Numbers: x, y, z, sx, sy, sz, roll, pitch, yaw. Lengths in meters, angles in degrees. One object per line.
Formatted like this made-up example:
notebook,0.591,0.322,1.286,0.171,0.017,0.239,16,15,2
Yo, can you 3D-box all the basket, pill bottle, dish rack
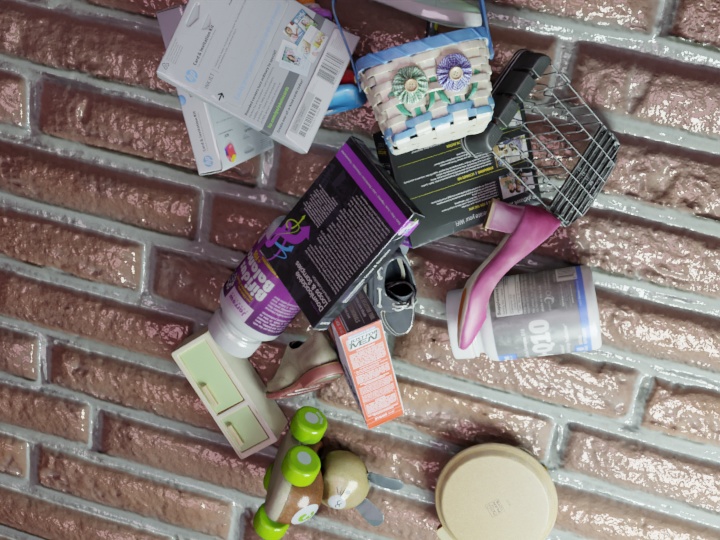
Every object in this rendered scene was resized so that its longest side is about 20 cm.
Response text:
basket,0.073,-0.249,0.921,0.173,0.139,0.203,-17,84,3
pill bottle,0.221,0.062,1.092,0.196,0.114,0.116,-9,106,14
pill bottle,-0.134,0.029,1.157,0.112,0.112,0.201,39,110,-3
dish rack,0.238,-0.162,1.016,0.199,0.054,0.154,38,84,-25

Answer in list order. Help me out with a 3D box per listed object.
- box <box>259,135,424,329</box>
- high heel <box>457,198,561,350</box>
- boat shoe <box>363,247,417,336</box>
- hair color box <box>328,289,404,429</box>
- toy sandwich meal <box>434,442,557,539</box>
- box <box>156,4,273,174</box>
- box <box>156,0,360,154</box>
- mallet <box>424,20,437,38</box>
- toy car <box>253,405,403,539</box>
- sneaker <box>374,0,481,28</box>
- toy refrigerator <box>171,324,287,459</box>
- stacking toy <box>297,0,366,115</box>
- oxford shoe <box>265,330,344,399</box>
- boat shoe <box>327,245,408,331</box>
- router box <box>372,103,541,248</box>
box,-0.029,-0.045,1.009,0.200,0.036,0.144,-47,62,19
high heel,0.186,0.013,1.025,0.094,0.067,0.203,16,92,0
boat shoe,0.045,0.032,1.103,0.072,0.063,0.202,-28,136,-13
hair color box,0.000,0.112,1.109,0.063,0.111,0.202,-21,132,-8
toy sandwich meal,0.204,0.349,1.215,0.201,0.070,0.209,3,103,11
box,-0.184,-0.244,1.050,0.040,0.156,0.203,-8,107,22
box,-0.121,-0.255,0.953,0.198,0.041,0.158,25,88,-16
mallet,0.086,-0.237,1.070,0.041,0.066,0.204,14,95,28
toy car,-0.041,0.334,1.224,0.197,0.159,0.166,22,123,-8
sneaker,0.074,-0.381,0.993,0.198,0.074,0.120,26,107,14
toy refrigerator,-0.202,0.185,1.243,0.075,0.070,0.202,-28,100,18
stacking toy,-0.065,-0.308,1.052,0.108,0.116,0.204,-10,94,11
oxford shoe,-0.089,0.143,1.186,0.199,0.070,0.076,-32,71,51
boat shoe,0.000,0.000,1.149,0.066,0.069,0.202,47,120,33
router box,0.128,-0.132,1.036,0.197,0.051,0.152,-19,104,-15
